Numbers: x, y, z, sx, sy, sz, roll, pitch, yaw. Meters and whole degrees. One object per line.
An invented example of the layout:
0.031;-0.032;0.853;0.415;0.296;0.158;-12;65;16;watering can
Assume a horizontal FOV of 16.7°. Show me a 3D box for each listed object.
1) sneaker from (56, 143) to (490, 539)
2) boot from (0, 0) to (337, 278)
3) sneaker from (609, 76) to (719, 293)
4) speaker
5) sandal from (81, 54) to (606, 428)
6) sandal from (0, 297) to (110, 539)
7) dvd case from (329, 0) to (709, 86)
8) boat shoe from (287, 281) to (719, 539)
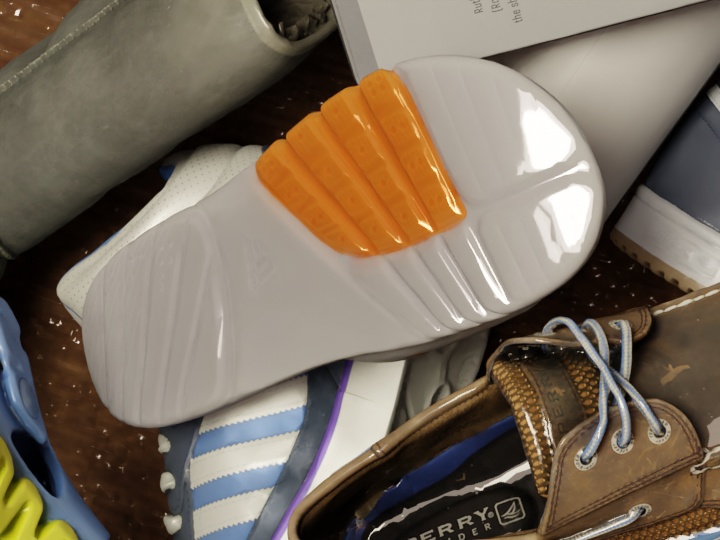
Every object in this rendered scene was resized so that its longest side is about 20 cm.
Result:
-0.049;0.057;0.832;0.146;0.080;0.201;23;97;29;sneaker
-0.097;-0.032;0.808;0.199;0.073;0.183;-22;44;26;boot
0.184;-0.009;0.757;0.199;0.070;0.109;31;96;22;sneaker
0.086;-0.095;0.768;0.081;0.081;0.200;41;113;18;speaker
-0.003;-0.008;0.750;0.206;0.059;0.080;-22;81;39;sandal
-0.110;0.071;0.756;0.079;0.201;0.087;-13;40;13;sandal
0.074;-0.144;0.684;0.199;0.025;0.151;-13;117;9;dvd case
0.069;0.052;0.719;0.199;0.072;0.073;-33;54;13;boat shoe
